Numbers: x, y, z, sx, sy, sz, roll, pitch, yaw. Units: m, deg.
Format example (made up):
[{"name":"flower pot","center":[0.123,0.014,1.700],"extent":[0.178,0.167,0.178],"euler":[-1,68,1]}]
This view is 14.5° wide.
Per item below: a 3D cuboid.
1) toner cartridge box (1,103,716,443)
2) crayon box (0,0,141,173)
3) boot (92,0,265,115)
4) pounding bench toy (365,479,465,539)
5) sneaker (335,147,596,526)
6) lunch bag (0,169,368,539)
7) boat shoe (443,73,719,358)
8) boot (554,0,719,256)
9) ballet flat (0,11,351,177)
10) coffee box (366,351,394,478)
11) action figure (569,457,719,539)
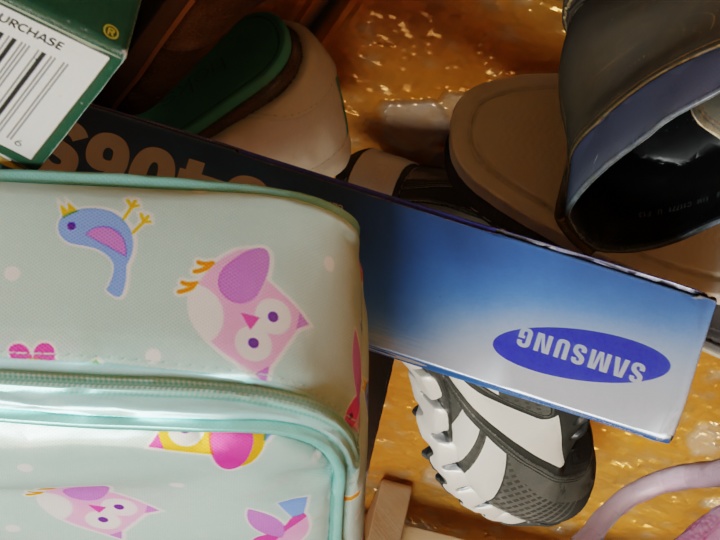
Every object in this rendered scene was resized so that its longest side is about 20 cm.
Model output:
[{"name":"toner cartridge box","center":[0.000,0.000,0.811],"extent":[0.199,0.043,0.095],"euler":[17,179,7]},{"name":"crayon box","center":[-0.138,-0.140,0.672],"extent":[0.200,0.173,0.058],"euler":[25,139,-19]},{"name":"boot","center":[-0.023,-0.094,0.812],"extent":[0.075,0.074,0.200],"euler":[15,148,-22]},{"name":"pounding bench toy","center":[0.050,0.161,1.134],"extent":[0.156,0.125,0.200],"euler":[16,149,-2]},{"name":"sneaker","center":[0.061,0.031,0.976],"extent":[0.090,0.067,0.200],"euler":[0,144,25]},{"name":"lunch bag","center":[-0.078,0.044,0.735],"extent":[0.160,0.077,0.200],"euler":[1,156,-1]},{"name":"boat shoe","center":[0.114,-0.006,0.896],"extent":[0.199,0.074,0.060],"euler":[13,145,-15]},{"name":"boot","center":[0.134,-0.064,0.764],"extent":[0.200,0.097,0.075],"euler":[-18,137,42]},{"name":"ballet flat","center":[-0.091,-0.012,0.910],"extent":[0.200,0.070,0.069],"euler":[-26,137,11]},{"name":"coffee box","center":[-0.065,0.074,0.966],"extent":[0.113,0.200,0.080],"euler":[29,146,-23]},{"name":"action figure","center":[0.173,0.063,0.881],"extent":[0.149,0.134,0.200],"euler":[38,135,7]}]
